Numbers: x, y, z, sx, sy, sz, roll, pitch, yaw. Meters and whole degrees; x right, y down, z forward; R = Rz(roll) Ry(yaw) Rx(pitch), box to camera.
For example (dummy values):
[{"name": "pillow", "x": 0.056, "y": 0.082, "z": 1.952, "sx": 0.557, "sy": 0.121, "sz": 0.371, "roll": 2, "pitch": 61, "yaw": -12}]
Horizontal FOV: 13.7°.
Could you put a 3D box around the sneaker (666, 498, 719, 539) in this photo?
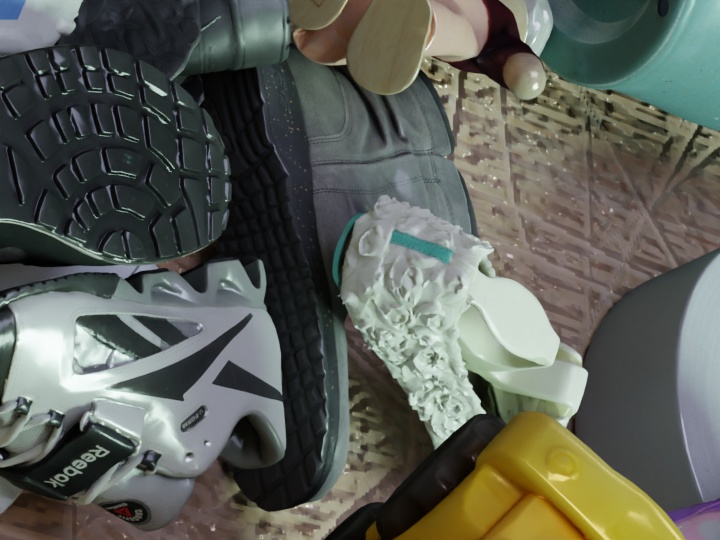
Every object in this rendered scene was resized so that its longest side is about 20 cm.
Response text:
[{"name": "sneaker", "x": 0.108, "y": 0.125, "z": 1.194, "sx": 0.200, "sy": 0.081, "sz": 0.089, "roll": -37, "pitch": 79, "yaw": -13}]

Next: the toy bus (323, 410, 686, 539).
[{"name": "toy bus", "x": 0.010, "y": 0.165, "z": 1.035, "sx": 0.136, "sy": 0.200, "sz": 0.192, "roll": 48, "pitch": 50, "yaw": 3}]

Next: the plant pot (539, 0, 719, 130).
[{"name": "plant pot", "x": 0.173, "y": -0.151, "z": 1.346, "sx": 0.188, "sy": 0.200, "sz": 0.201, "roll": -3, "pitch": 73, "yaw": -35}]

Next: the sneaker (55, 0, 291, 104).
[{"name": "sneaker", "x": -0.095, "y": -0.122, "z": 1.159, "sx": 0.104, "sy": 0.060, "sz": 0.200, "roll": -15, "pitch": 51, "yaw": -15}]

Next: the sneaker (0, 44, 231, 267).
[{"name": "sneaker", "x": -0.141, "y": -0.034, "z": 1.023, "sx": 0.200, "sy": 0.087, "sz": 0.076, "roll": 2, "pitch": 79, "yaw": -39}]

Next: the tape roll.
[{"name": "tape roll", "x": 0.188, "y": 0.086, "z": 1.331, "sx": 0.200, "sy": 0.066, "sz": 0.201, "roll": 20, "pitch": 58, "yaw": -36}]

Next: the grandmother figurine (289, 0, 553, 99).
[{"name": "grandmother figurine", "x": 0.029, "y": -0.107, "z": 1.239, "sx": 0.121, "sy": 0.061, "sz": 0.200, "roll": 52, "pitch": 18, "yaw": 13}]

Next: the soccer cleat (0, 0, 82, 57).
[{"name": "soccer cleat", "x": -0.117, "y": -0.120, "z": 1.065, "sx": 0.200, "sy": 0.070, "sz": 0.086, "roll": -37, "pitch": 111, "yaw": -11}]

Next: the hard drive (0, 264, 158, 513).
[{"name": "hard drive", "x": -0.166, "y": -0.024, "z": 1.081, "sx": 0.200, "sy": 0.027, "sz": 0.132, "roll": 49, "pitch": 46, "yaw": -14}]

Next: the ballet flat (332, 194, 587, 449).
[{"name": "ballet flat", "x": 0.051, "y": 0.037, "z": 1.170, "sx": 0.200, "sy": 0.072, "sz": 0.072, "roll": 48, "pitch": 38, "yaw": -57}]

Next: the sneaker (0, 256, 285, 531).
[{"name": "sneaker", "x": -0.095, "y": 0.049, "z": 1.042, "sx": 0.200, "sy": 0.074, "sz": 0.089, "roll": -8, "pitch": 78, "yaw": -46}]

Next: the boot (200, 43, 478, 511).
[{"name": "boot", "x": 0.000, "y": 0.000, "z": 1.199, "sx": 0.131, "sy": 0.070, "sz": 0.201, "roll": 11, "pitch": 68, "yaw": -46}]
